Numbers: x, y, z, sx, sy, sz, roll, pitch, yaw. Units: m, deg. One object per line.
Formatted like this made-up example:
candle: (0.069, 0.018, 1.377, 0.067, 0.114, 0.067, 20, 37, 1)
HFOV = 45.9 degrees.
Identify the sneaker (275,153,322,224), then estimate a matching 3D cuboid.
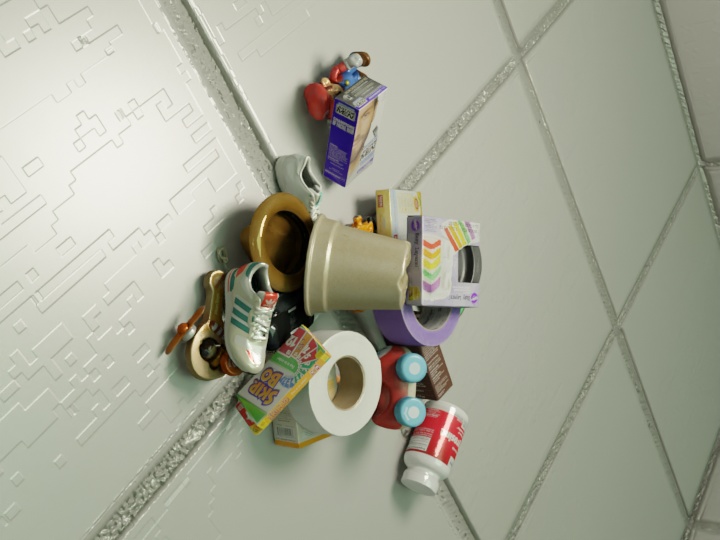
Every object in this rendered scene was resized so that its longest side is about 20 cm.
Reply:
sneaker: (-0.104, -0.133, 1.686, 0.075, 0.088, 0.201, -36, 116, -44)

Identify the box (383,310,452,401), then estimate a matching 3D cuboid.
box: (0.128, 0.193, 1.935, 0.075, 0.100, 0.201, -37, 116, -42)

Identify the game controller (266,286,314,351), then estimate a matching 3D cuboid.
game controller: (-0.140, 0.084, 1.645, 0.200, 0.042, 0.105, -31, 126, -65)

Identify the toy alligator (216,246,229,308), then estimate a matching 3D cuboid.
toy alligator: (-0.217, 0.050, 1.579, 0.059, 0.054, 0.201, -31, 112, -45)

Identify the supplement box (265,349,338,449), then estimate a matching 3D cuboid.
supplement box: (-0.112, 0.235, 1.679, 0.126, 0.073, 0.201, -10, 97, -47)

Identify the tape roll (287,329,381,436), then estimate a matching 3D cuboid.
tape roll: (-0.049, 0.215, 1.641, 0.202, 0.071, 0.203, 2, 87, -46)

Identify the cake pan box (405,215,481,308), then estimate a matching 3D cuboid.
cake pan box: (0.174, -0.015, 1.764, 0.200, 0.052, 0.185, 6, 86, -45)

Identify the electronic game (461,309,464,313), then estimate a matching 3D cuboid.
electronic game: (0.204, 0.033, 2.070, 0.200, 0.041, 0.201, 1, 88, -49)

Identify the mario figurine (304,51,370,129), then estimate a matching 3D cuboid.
mario figurine: (-0.031, -0.369, 1.762, 0.200, 0.106, 0.124, -52, 123, -38)

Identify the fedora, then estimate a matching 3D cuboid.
fedora: (-0.165, -0.052, 1.620, 0.200, 0.082, 0.202, 0, 90, -57)

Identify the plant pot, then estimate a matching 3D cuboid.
plant pot: (0.000, 0.000, 1.648, 0.200, 0.183, 0.201, 7, 90, -82)

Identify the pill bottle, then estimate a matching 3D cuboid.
pill bottle: (0.168, 0.410, 1.967, 0.112, 0.112, 0.201, 47, 56, -37)

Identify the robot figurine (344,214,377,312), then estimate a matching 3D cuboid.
robot figurine: (-0.001, -0.018, 1.816, 0.145, 0.058, 0.201, -22, 106, -57)

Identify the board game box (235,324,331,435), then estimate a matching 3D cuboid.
board game box: (-0.148, 0.200, 1.561, 0.200, 0.096, 0.030, -49, 134, 1)

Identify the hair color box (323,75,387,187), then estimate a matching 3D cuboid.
hair color box: (-0.012, -0.281, 1.737, 0.109, 0.065, 0.200, -45, 156, -39)

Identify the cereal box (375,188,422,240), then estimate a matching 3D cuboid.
cereal box: (0.090, -0.107, 1.904, 0.200, 0.039, 0.145, -6, 93, -65)

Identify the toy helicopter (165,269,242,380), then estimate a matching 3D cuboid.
toy helicopter: (-0.273, 0.094, 1.513, 0.132, 0.079, 0.201, 15, 71, -38)

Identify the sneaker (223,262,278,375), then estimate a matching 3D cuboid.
sneaker: (-0.186, 0.078, 1.489, 0.070, 0.093, 0.201, 13, 62, -44)

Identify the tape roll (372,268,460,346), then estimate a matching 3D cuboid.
tape roll: (0.121, 0.059, 1.800, 0.199, 0.085, 0.201, 1, 88, -45)

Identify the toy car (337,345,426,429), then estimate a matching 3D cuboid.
toy car: (0.013, 0.245, 1.788, 0.199, 0.184, 0.178, 3, 86, -20)
